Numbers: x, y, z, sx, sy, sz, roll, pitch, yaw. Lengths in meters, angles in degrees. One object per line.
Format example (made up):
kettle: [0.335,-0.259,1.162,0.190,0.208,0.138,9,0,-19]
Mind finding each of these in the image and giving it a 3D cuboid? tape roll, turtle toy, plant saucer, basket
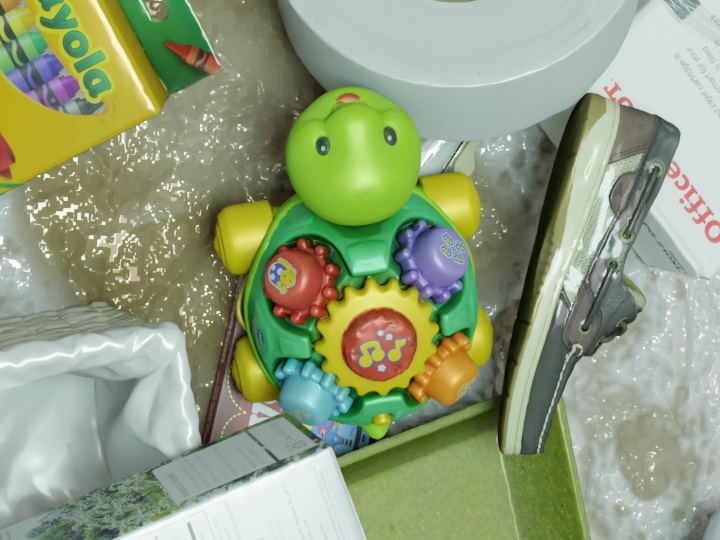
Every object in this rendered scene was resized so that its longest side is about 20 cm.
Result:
tape roll: [0.050,-0.172,0.940,0.201,0.071,0.204,-1,72,3]
turtle toy: [0.000,0.000,0.929,0.145,0.101,0.201,-9,113,-6]
plant saucer: [0.041,0.181,1.014,0.199,0.048,0.201,-18,100,-30]
basket: [-0.181,0.130,0.896,0.197,0.161,0.201,-11,98,-16]

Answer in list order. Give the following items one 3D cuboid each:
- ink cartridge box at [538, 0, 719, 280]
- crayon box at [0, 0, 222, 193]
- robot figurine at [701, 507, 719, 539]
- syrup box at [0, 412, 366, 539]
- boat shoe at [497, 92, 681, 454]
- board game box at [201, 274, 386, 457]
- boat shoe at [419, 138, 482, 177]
ink cartridge box: [0.210,-0.114,1.037,0.200,0.084,0.145,-43,105,-10]
crayon box: [-0.184,-0.108,0.889,0.199,0.051,0.127,-27,104,7]
robot figurine: [0.213,0.244,1.058,0.169,0.113,0.201,22,87,-53]
syrup box: [-0.099,0.142,0.798,0.199,0.079,0.082,-23,103,-13]
boat shoe: [0.121,0.009,0.962,0.066,0.072,0.202,13,102,0]
board game box: [-0.036,0.087,1.013,0.102,0.019,0.201,12,91,-18]
boat shoe: [0.047,-0.112,0.991,0.068,0.075,0.201,29,87,-24]
